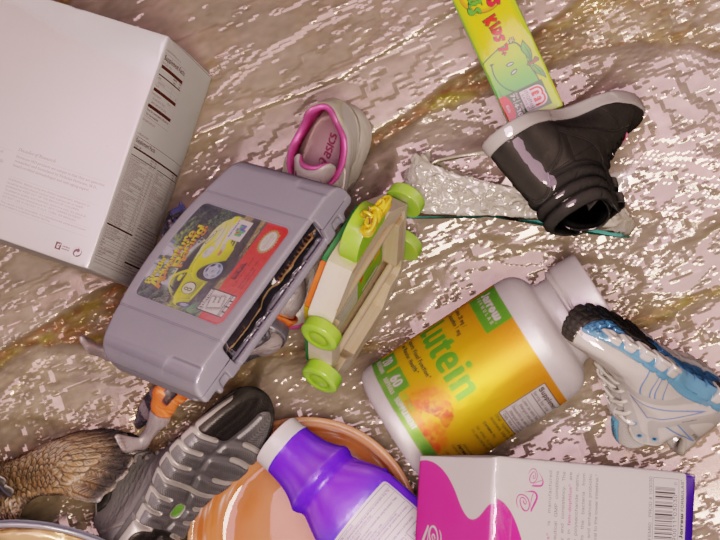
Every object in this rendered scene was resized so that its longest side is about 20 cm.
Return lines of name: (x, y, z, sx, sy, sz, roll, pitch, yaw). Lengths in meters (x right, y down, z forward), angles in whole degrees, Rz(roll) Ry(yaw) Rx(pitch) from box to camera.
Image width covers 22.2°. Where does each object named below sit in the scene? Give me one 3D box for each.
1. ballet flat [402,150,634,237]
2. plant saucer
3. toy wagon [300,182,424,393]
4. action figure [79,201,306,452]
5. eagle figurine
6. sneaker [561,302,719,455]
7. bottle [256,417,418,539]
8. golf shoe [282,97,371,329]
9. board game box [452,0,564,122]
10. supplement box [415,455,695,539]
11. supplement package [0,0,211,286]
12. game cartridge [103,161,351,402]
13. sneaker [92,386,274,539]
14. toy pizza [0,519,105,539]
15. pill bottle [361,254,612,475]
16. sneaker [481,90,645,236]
ballet flat: (0.128, -0.067, 1.517, 0.199, 0.072, 0.072, 6, 83, 10)
plant saucer: (-0.044, 0.223, 1.530, 0.199, 0.037, 0.201, -2, 81, 10)
toy wagon: (0.000, 0.000, 1.465, 0.039, 0.200, 0.156, 24, 61, 14)
action figure: (-0.131, 0.041, 1.510, 0.193, 0.105, 0.200, -30, 41, 4)
eagle figurine: (-0.292, 0.180, 1.510, 0.151, 0.152, 0.200, 35, 128, -3)
sneaker: (0.217, 0.095, 1.435, 0.087, 0.200, 0.075, -52, 37, 11)
bottle: (0.004, 0.200, 1.472, 0.200, 0.065, 0.084, 39, 86, 13)
golf shoe: (-0.047, -0.051, 1.541, 0.075, 0.092, 0.201, 11, 86, 11)
board game box: (0.111, -0.205, 1.526, 0.047, 0.102, 0.201, -24, 79, 7)
supplement box: (0.149, 0.198, 1.411, 0.103, 0.199, 0.102, -6, 77, 55)
supplement package: (-0.258, -0.113, 1.557, 0.190, 0.147, 0.201, 18, 86, 12)
game cartridge: (-0.109, 0.003, 1.426, 0.133, 0.041, 0.200, 14, 62, 45)
sneaker: (-0.162, 0.152, 1.523, 0.200, 0.075, 0.116, -50, 43, 9)
toy pizza: (-0.262, 0.270, 1.492, 0.199, 0.201, 0.032, -5, 47, 10)
pill bottle: (0.110, 0.075, 1.483, 0.199, 0.111, 0.111, -33, 78, 4)
sneaker: (0.182, -0.082, 1.464, 0.071, 0.200, 0.100, -38, 77, 38)
